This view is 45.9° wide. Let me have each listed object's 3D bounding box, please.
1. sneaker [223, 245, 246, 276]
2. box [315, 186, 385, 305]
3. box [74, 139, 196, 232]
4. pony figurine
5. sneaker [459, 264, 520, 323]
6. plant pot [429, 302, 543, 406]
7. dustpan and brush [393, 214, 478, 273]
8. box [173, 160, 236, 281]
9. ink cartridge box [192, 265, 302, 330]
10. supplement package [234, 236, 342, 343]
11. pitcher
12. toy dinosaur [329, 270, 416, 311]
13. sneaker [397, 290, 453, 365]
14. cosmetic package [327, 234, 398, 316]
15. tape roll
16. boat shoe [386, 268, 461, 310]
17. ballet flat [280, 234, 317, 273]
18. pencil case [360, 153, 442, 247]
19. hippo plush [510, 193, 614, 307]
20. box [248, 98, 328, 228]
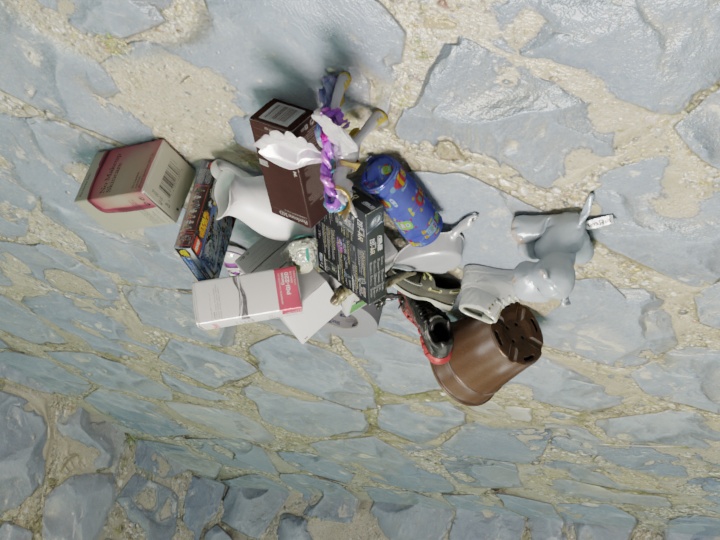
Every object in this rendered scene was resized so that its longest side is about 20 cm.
[{"bbox_3d":[-0.275,0.032,1.974,0.071,0.116,0.201,2,149,26],"label":"sneaker"},{"bbox_3d":[-0.022,-0.059,1.562,0.159,0.043,0.203,35,140,40],"label":"box"},{"bbox_3d":[-0.445,-0.165,1.682,0.197,0.130,0.109,-4,147,32],"label":"box"},{"bbox_3d":[-0.045,-0.203,1.325,0.164,0.203,0.193,-8,145,39],"label":"pony figurine"},{"bbox_3d":[0.298,0.060,1.726,0.196,0.117,0.074,6,150,15],"label":"sneaker"},{"bbox_3d":[0.285,0.171,1.871,0.198,0.203,0.198,26,143,-20],"label":"plant pot"},{"bbox_3d":[0.167,-0.053,1.652,0.137,0.058,0.199,8,161,-31],"label":"dustpan and brush"},{"bbox_3d":[-0.295,-0.093,1.657,0.039,0.203,0.138,3,150,16],"label":"box"},{"bbox_3d":[-0.212,0.054,1.613,0.196,0.087,0.146,-11,174,-6],"label":"ink cartridge box"},{"bbox_3d":[-0.151,0.030,1.797,0.200,0.119,0.122,45,171,34],"label":"supplement package"},{"bbox_3d":[-0.185,-0.141,1.614,0.197,0.173,0.122,13,125,-32],"label":"pitcher"},{"bbox_3d":[0.042,0.040,1.639,0.197,0.088,0.048,-13,132,-24],"label":"toy dinosaur"},{"bbox_3d":[0.144,0.098,1.826,0.070,0.203,0.098,-20,160,-20],"label":"sneaker"},{"bbox_3d":[0.000,0.000,1.755,0.085,0.107,0.201,53,160,16],"label":"cosmetic package"},{"bbox_3d":[-0.047,0.084,2.002,0.196,0.067,0.201,12,152,6],"label":"tape roll"},{"bbox_3d":[0.132,0.027,1.771,0.200,0.072,0.061,20,112,-39],"label":"boat shoe"},{"bbox_3d":[-0.115,-0.025,1.624,0.070,0.073,0.200,18,175,-5],"label":"ballet flat"},{"bbox_3d":[0.073,-0.124,1.542,0.086,0.079,0.200,-12,142,30],"label":"pencil case"},{"bbox_3d":[0.355,-0.009,1.516,0.198,0.163,0.159,-13,142,42],"label":"hippo plush"},{"bbox_3d":[-0.116,-0.182,1.457,0.099,0.075,0.202,22,142,32],"label":"box"}]
